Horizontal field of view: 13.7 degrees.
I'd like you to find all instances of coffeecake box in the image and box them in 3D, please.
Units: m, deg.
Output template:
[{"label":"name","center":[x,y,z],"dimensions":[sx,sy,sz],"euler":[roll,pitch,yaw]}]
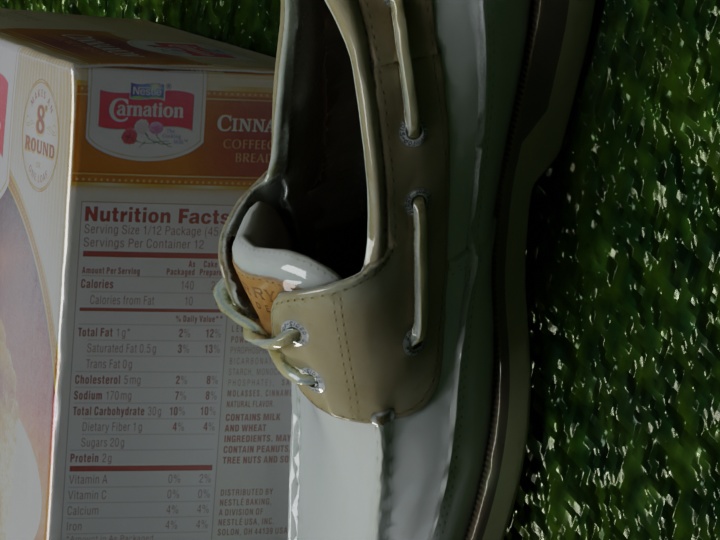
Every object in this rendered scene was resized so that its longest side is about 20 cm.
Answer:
[{"label":"coffeecake box","center":[-0.073,0.036,0.808],"dimensions":[0.153,0.073,0.200],"euler":[-157,70,-66]}]

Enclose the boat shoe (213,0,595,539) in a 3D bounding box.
[{"label":"boat shoe","center":[0.000,0.000,0.705],"dimensions":[0.075,0.068,0.200],"euler":[28,115,56]}]
